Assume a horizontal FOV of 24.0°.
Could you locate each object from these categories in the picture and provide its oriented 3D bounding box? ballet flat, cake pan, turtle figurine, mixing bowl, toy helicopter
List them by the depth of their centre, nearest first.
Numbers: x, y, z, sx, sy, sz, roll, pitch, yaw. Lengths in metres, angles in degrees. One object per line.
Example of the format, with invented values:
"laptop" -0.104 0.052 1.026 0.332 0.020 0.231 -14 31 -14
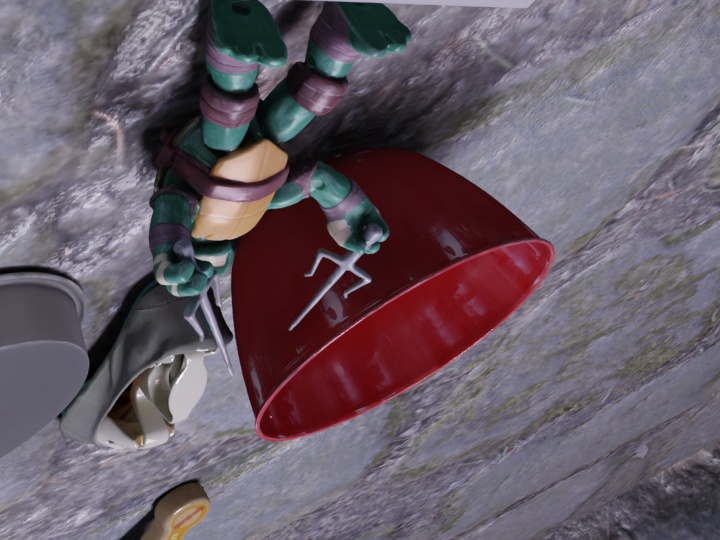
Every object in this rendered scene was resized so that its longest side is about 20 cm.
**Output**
"turtle figurine" -0.054 -0.040 0.802 0.150 0.101 0.200 -30 152 -44
"cake pan" -0.231 0.072 0.910 0.200 0.037 0.200 -29 162 -10
"mixing bowl" 0.000 0.000 0.979 0.200 0.109 0.200 -30 164 -10
"ballet flat" -0.134 0.075 1.035 0.067 0.064 0.200 -18 158 -36
"toy helicopter" -0.194 0.251 1.434 0.132 0.079 0.200 1 133 -45

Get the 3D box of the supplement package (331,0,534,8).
"supplement package" 0.005 -0.165 0.522 0.200 0.121 0.120 -10 153 -51
